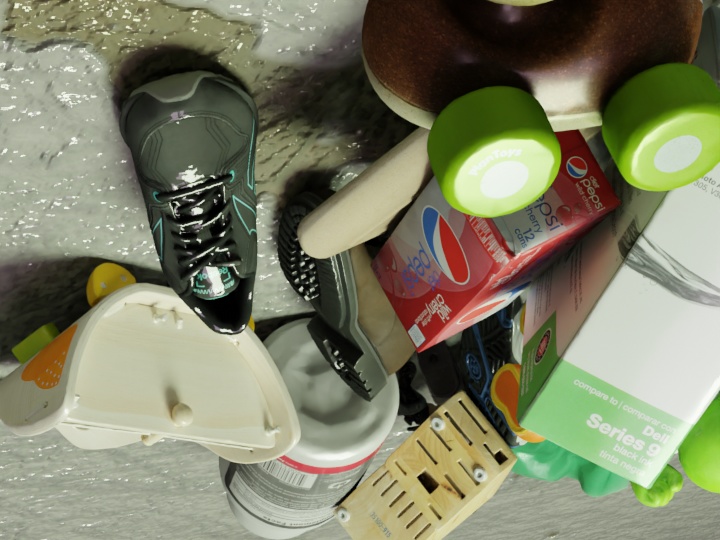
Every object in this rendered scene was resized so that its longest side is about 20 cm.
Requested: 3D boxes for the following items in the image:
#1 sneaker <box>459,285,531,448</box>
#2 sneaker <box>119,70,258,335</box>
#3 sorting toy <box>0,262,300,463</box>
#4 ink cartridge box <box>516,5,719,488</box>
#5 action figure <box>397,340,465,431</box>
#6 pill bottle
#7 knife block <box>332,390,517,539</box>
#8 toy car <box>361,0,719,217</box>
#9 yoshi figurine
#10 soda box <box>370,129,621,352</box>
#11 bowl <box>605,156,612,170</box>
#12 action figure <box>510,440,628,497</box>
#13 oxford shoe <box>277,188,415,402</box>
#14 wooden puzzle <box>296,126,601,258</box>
[{"bbox_3d":[0.116,0.036,1.075,0.076,0.076,0.202,-19,131,-27],"label":"sneaker"},{"bbox_3d":[-0.083,-0.035,0.881,0.075,0.080,0.200,-14,153,-3],"label":"sneaker"},{"bbox_3d":[-0.175,0.082,1.051,0.179,0.108,0.199,-25,154,36],"label":"sorting toy"},{"bbox_3d":[0.164,-0.014,0.817,0.083,0.146,0.201,27,118,-5],"label":"ink cartridge box"},{"bbox_3d":[0.086,0.082,1.223,0.129,0.070,0.200,-22,158,-2],"label":"action figure"},{"bbox_3d":[-0.046,0.127,1.183,0.110,0.112,0.200,-6,153,-18],"label":"pill bottle"},{"bbox_3d":[0.068,0.153,1.204,0.200,0.064,0.175,-48,166,32],"label":"knife block"},{"bbox_3d":[0.083,-0.154,0.667,0.156,0.165,0.201,-9,141,-13],"label":"toy car"},{"bbox_3d":[0.188,0.087,1.005,0.199,0.113,0.112,19,144,-32],"label":"yoshi figurine"},{"bbox_3d":[0.067,-0.018,0.860,0.070,0.064,0.200,-26,171,-17],"label":"soda box"},{"bbox_3d":[0.254,-0.037,0.950,0.199,0.106,0.202,-15,139,-13],"label":"bowl"},{"bbox_3d":[0.164,0.091,1.145,0.117,0.055,0.201,7,145,-6],"label":"action figure"},{"bbox_3d":[0.000,0.000,1.028,0.084,0.073,0.201,-40,151,-13],"label":"oxford shoe"},{"bbox_3d":[0.077,-0.078,0.884,0.185,0.037,0.199,-36,169,35],"label":"wooden puzzle"}]
